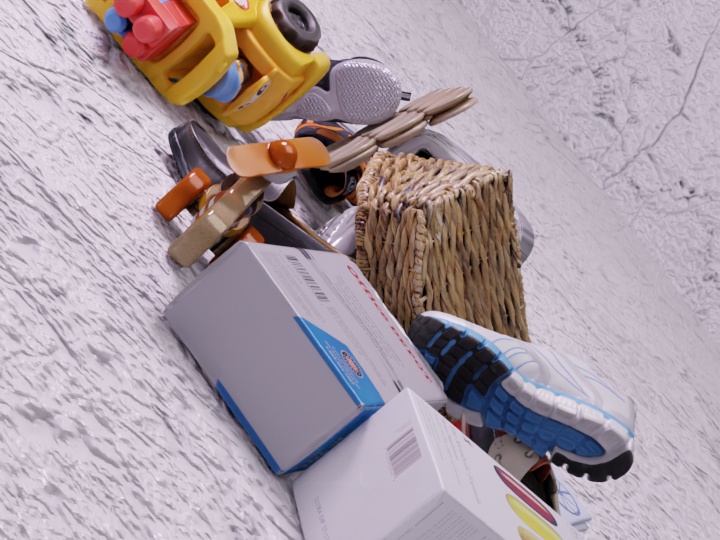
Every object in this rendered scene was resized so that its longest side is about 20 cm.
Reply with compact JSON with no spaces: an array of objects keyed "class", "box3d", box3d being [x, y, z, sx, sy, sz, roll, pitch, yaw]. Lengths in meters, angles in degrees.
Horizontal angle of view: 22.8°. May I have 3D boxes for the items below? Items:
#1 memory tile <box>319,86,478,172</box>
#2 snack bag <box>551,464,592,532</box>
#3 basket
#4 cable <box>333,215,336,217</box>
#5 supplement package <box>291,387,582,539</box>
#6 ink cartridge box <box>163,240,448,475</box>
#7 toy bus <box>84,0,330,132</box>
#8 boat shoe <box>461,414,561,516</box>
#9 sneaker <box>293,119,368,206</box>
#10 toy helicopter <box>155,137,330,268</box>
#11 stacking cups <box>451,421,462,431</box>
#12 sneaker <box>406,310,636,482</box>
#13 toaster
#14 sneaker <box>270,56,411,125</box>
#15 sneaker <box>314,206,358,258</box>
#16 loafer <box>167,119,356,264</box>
[{"class":"memory tile","box3d":[0.029,-0.131,1.672,0.017,0.153,0.200,62,-4,-8]},{"class":"snack bag","box3d":[0.127,0.171,1.641,0.189,0.021,0.200,53,17,16]},{"class":"basket","box3d":[0.040,0.015,1.489,0.143,0.149,0.200,-28,119,-41]},{"class":"cable","box3d":[0.037,0.019,1.762,0.200,0.050,0.097,24,41,-35]},{"class":"supplement package","box3d":[0.065,0.194,1.205,0.200,0.110,0.114,41,17,-32]},{"class":"ink cartridge box","box3d":[-0.034,0.062,1.294,0.147,0.086,0.200,54,13,14]},{"class":"toy bus","box3d":[-0.147,-0.212,1.602,0.200,0.136,0.192,52,27,-3]},{"class":"boat shoe","box3d":[0.128,0.168,1.411,0.071,0.063,0.200,15,59,-36]},{"class":"sneaker","box3d":[0.005,-0.076,1.827,0.200,0.078,0.112,39,18,0]},{"class":"toy helicopter","box3d":[-0.092,-0.047,1.302,0.079,0.132,0.200,48,14,-6]},{"class":"stacking cups","box3d":[0.092,0.100,1.592,0.061,0.060,0.200,47,20,-10]},{"class":"sneaker","box3d":[0.129,0.086,1.399,0.200,0.075,0.087,32,38,-1]},{"class":"toaster","box3d":[0.077,-0.061,1.710,0.200,0.114,0.129,48,4,5]},{"class":"sneaker","box3d":[-0.049,-0.180,1.755,0.200,0.076,0.114,10,6,13]},{"class":"sneaker","box3d":[0.000,0.000,1.587,0.099,0.078,0.200,54,15,4]},{"class":"loafer","box3d":[-0.080,-0.052,1.475,0.200,0.072,0.073,51,15,6]}]
